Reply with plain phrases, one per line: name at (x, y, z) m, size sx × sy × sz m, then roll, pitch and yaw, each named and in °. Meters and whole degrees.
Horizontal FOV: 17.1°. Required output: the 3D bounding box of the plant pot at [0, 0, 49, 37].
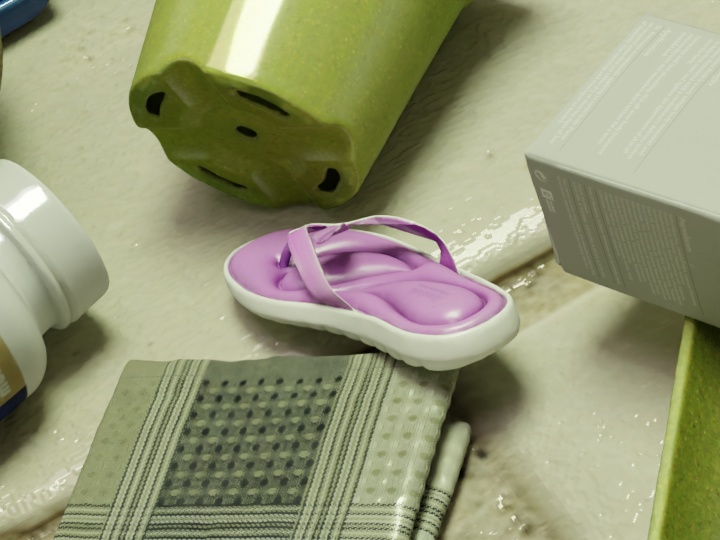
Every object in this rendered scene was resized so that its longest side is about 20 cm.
plant pot at (-0.310, -0.220, 1.460) m, size 0.200 × 0.180 × 0.200 m, roll -32°, pitch 42°, yaw -10°

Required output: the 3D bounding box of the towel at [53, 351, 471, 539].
towel at (-0.053, 0.121, 1.122) m, size 0.192 × 0.035 × 0.201 m, roll -3°, pitch 48°, yaw 25°

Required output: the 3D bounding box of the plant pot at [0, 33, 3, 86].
plant pot at (-0.267, -0.104, 1.260) m, size 0.187 × 0.188 × 0.200 m, roll -31°, pitch 20°, yaw -9°

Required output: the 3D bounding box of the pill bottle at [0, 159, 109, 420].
pill bottle at (-0.229, 0.039, 1.208) m, size 0.200 × 0.120 × 0.120 m, roll -42°, pitch 46°, yaw -20°

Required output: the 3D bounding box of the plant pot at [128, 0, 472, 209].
plant pot at (-0.031, -0.141, 1.274) m, size 0.200 × 0.201 × 0.185 m, roll 6°, pitch 62°, yaw 28°

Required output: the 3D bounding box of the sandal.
sandal at (0.006, -0.003, 1.179) m, size 0.082 × 0.050 × 0.202 m, roll -28°, pitch 28°, yaw -32°

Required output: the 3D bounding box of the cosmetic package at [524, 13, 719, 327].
cosmetic package at (0.185, -0.032, 1.059) m, size 0.200 × 0.090 × 0.107 m, roll 25°, pitch 60°, yaw 36°

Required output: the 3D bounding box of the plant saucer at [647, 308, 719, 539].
plant saucer at (0.238, 0.058, 1.041) m, size 0.199 × 0.048 × 0.201 m, roll -3°, pitch 47°, yaw 21°
